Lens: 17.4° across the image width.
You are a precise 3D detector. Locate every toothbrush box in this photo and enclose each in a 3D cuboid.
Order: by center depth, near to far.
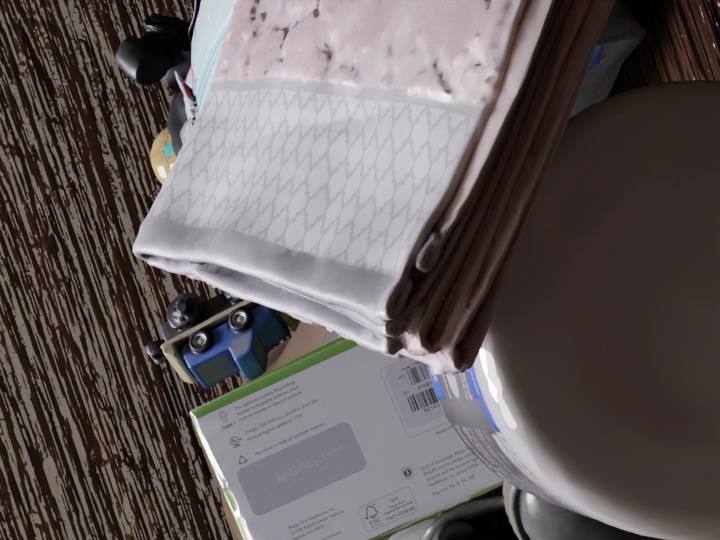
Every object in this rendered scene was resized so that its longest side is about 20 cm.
[{"bbox_3d":[0.024,0.064,1.059,0.086,0.145,0.200,66,-170,4],"label":"toothbrush box"}]

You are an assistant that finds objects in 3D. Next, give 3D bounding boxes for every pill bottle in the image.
[{"bbox_3d":[0.076,0.014,0.663,0.200,0.113,0.114,141,109,-85],"label":"pill bottle"}]

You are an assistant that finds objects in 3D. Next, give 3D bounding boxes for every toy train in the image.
[{"bbox_3d":[0.000,0.000,1.023,0.046,0.199,0.034,65,-176,30],"label":"toy train"}]

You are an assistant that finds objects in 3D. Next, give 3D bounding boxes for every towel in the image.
[{"bbox_3d":[0.010,-0.077,0.630,0.200,0.032,0.192,15,82,66],"label":"towel"}]

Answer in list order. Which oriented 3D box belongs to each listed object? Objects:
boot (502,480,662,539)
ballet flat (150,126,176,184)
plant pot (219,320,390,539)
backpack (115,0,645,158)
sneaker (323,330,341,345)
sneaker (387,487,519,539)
[{"bbox_3d":[0.132,0.174,0.899,0.182,0.072,0.200,51,-165,-32],"label":"boot"},{"bbox_3d":[-0.039,-0.024,1.080,0.200,0.063,0.069,53,-150,-59],"label":"ballet flat"},{"bbox_3d":[0.025,0.076,1.361,0.175,0.199,0.201,105,151,-48],"label":"plant pot"},{"bbox_3d":[0.019,-0.089,0.819,0.127,0.166,0.200,61,160,12],"label":"backpack"},{"bbox_3d":[-0.004,-0.030,1.187,0.077,0.082,0.201,23,104,57],"label":"sneaker"},{"bbox_3d":[0.045,0.133,1.063,0.092,0.200,0.076,0,-114,-46],"label":"sneaker"}]
